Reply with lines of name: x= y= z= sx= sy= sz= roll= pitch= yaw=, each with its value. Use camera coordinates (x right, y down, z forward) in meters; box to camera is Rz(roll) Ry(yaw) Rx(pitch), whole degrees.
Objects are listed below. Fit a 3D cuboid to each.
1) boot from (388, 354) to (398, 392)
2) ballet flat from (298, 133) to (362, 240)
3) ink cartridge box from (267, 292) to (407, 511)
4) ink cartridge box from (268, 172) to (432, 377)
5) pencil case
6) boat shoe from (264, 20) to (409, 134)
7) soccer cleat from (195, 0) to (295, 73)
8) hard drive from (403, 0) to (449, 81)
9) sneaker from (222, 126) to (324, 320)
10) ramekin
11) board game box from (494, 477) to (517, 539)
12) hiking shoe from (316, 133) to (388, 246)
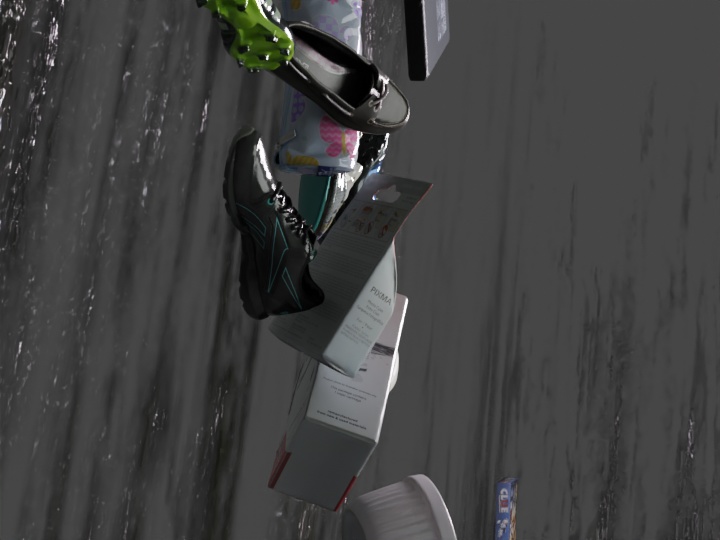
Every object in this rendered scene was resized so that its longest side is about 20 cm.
boot: x=-0.005 y=0.089 z=1.738 sx=0.200 sy=0.072 sz=0.146 roll=-59 pitch=146 yaw=-58
ballet flat: x=-0.028 y=-0.134 z=1.577 sx=0.072 sy=0.071 sz=0.203 roll=9 pitch=82 yaw=-77
ink cartridge box: x=-0.023 y=0.128 z=1.519 sx=0.145 sy=0.083 sz=0.201 roll=117 pitch=-9 yaw=-47
ink cartridge box: x=0.000 y=0.000 z=1.434 sx=0.201 sy=0.047 sz=0.160 roll=-56 pitch=-158 yaw=-7
pencil case: x=-0.045 y=-0.197 z=1.499 sx=0.083 sy=0.090 sz=0.202 roll=177 pitch=-84 yaw=-78
boat shoe: x=-0.020 y=-0.191 z=1.429 sx=0.199 sy=0.057 sz=0.067 roll=26 pitch=75 yaw=-31
soccer cleat: x=-0.105 y=-0.244 z=1.286 sx=0.200 sy=0.067 sz=0.082 roll=52 pitch=31 yaw=-69
hard drive: x=0.105 y=-0.392 z=2.216 sx=0.200 sy=0.033 sz=0.141 roll=-63 pitch=151 yaw=-62
sneaker: x=-0.082 y=-0.046 z=1.371 sx=0.076 sy=0.078 sz=0.202 roll=-68 pitch=154 yaw=-56
ramekin: x=0.048 y=0.363 z=1.770 sx=0.200 sy=0.104 sz=0.202 roll=170 pitch=-90 yaw=-75
board game box: x=0.339 y=0.590 z=3.322 sx=0.135 sy=0.034 sz=0.202 roll=11 pitch=81 yaw=-76
hiking shoe: x=-0.012 y=-0.105 z=1.700 sx=0.087 sy=0.074 sz=0.202 roll=77 pitch=28 yaw=-69
